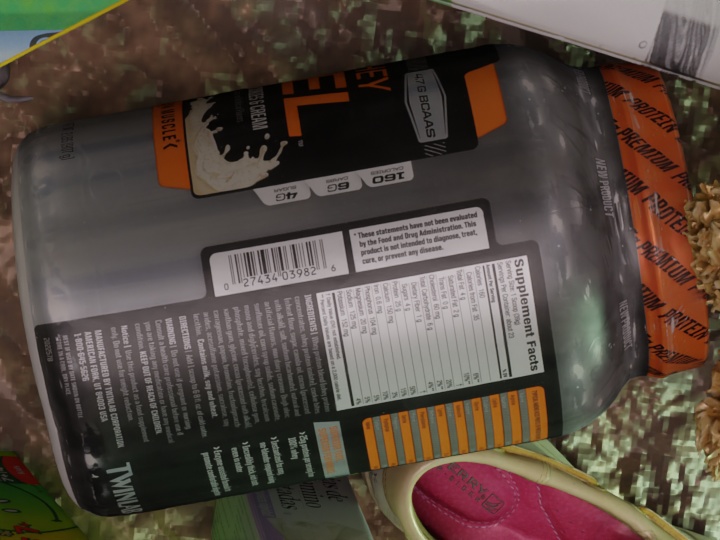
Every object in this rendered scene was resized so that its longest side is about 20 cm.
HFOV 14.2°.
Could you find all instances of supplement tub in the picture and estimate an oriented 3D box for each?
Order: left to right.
[{"bbox_3d":[0.000,0.000,0.885,0.199,0.123,0.123,-10,106,-1],"label":"supplement tub"}]

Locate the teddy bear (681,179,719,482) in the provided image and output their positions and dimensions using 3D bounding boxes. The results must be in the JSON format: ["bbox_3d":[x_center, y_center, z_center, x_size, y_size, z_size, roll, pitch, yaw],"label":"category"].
[{"bbox_3d":[0.153,-0.015,0.821,0.145,0.067,0.200,-31,148,-13],"label":"teddy bear"}]

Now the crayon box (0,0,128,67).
[{"bbox_3d":[-0.113,-0.089,0.821,0.199,0.119,0.059,-29,102,-17],"label":"crayon box"}]

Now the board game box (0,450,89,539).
[{"bbox_3d":[-0.101,0.140,0.879,0.047,0.200,0.102,7,107,-31],"label":"board game box"}]

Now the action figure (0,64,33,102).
[{"bbox_3d":[-0.195,-0.037,0.892,0.199,0.069,0.131,-17,93,-3],"label":"action figure"}]

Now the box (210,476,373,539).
[{"bbox_3d":[-0.014,0.102,0.872,0.038,0.200,0.042,7,105,-11],"label":"box"}]

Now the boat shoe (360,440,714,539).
[{"bbox_3d":[0.083,0.112,0.949,0.199,0.069,0.074,34,102,-12],"label":"boat shoe"}]

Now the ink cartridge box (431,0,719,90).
[{"bbox_3d":[0.097,-0.138,0.870,0.199,0.084,0.147,17,104,-8],"label":"ink cartridge box"}]
